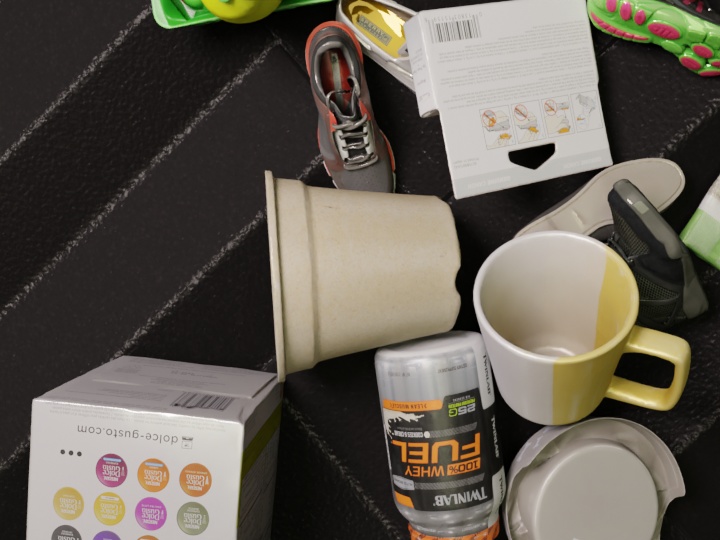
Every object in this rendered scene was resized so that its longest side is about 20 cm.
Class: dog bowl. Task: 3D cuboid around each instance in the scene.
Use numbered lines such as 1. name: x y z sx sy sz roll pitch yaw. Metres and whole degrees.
1. dog bowl: 0.236 0.247 0.799 0.194 0.059 0.206 -1 95 -10

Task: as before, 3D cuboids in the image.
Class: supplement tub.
1. supplement tub: 0.084 0.172 0.792 0.119 0.123 0.206 -9 94 4

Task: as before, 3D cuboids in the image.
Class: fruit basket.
1. fruit basket: -0.115 -0.306 0.734 0.209 0.216 0.160 -8 94 4

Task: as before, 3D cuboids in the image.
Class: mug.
1. mug: 0.195 0.081 0.735 0.147 0.155 0.187 -28 49 -14

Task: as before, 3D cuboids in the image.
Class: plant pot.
1. plant pot: 0.000 0.000 0.764 0.178 0.200 0.207 -4 94 -7

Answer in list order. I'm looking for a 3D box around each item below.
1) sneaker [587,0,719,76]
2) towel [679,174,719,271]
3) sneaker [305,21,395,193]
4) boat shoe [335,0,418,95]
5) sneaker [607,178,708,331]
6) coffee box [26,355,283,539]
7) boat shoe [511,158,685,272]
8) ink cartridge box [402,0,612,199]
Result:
1. sneaker: 0.325 -0.260 0.767 0.195 0.077 0.086 21 77 -10
2. towel: 0.445 -0.075 0.802 0.148 0.031 0.202 35 98 3
3. sneaker: -0.014 -0.145 0.782 0.075 0.082 0.204 -17 110 6
4. boat shoe: 0.060 -0.228 0.791 0.198 0.070 0.072 34 95 1
5. sneaker: 0.265 0.003 0.758 0.113 0.077 0.200 -33 133 11
6. coffee box: -0.195 0.213 0.774 0.194 0.200 0.204 6 95 4
7. boat shoe: 0.241 -0.055 0.806 0.197 0.057 0.068 -28 79 1
8. ink cartridge box: 0.151 -0.174 0.765 0.195 0.043 0.179 -13 95 -21
